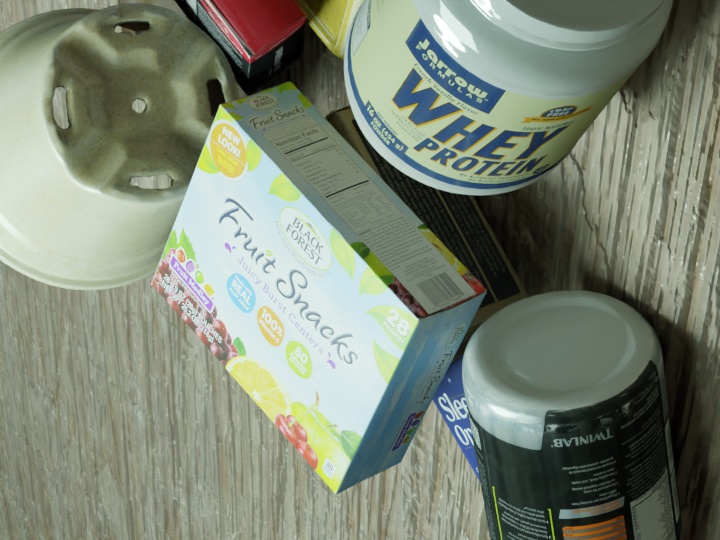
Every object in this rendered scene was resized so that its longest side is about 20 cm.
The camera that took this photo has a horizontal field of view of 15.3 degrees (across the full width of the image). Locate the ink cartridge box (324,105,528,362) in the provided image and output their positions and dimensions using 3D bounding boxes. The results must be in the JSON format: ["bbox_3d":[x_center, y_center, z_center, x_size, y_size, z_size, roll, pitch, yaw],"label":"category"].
[{"bbox_3d":[0.000,0.000,1.760,0.200,0.075,0.165,-40,74,51],"label":"ink cartridge box"}]

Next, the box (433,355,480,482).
[{"bbox_3d":[0.089,0.085,1.812,0.200,0.032,0.121,61,156,-2],"label":"box"}]

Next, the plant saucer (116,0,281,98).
[{"bbox_3d":[-0.108,-0.140,1.936,0.200,0.032,0.200,43,151,32],"label":"plant saucer"}]

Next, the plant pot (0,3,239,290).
[{"bbox_3d":[-0.166,-0.097,1.797,0.201,0.200,0.183,60,161,-2],"label":"plant pot"}]

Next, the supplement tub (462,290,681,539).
[{"bbox_3d":[0.134,0.122,1.655,0.122,0.122,0.200,35,146,43],"label":"supplement tub"}]

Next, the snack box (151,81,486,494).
[{"bbox_3d":[-0.030,0.010,1.687,0.200,0.068,0.169,47,136,22],"label":"snack box"}]

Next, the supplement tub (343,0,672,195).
[{"bbox_3d":[0.081,-0.139,1.427,0.145,0.145,0.200,55,156,9],"label":"supplement tub"}]

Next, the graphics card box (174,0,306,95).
[{"bbox_3d":[-0.091,-0.185,1.740,0.126,0.051,0.200,52,175,2],"label":"graphics card box"}]

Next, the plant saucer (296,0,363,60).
[{"bbox_3d":[-0.027,-0.228,1.656,0.200,0.048,0.200,51,156,18],"label":"plant saucer"}]
